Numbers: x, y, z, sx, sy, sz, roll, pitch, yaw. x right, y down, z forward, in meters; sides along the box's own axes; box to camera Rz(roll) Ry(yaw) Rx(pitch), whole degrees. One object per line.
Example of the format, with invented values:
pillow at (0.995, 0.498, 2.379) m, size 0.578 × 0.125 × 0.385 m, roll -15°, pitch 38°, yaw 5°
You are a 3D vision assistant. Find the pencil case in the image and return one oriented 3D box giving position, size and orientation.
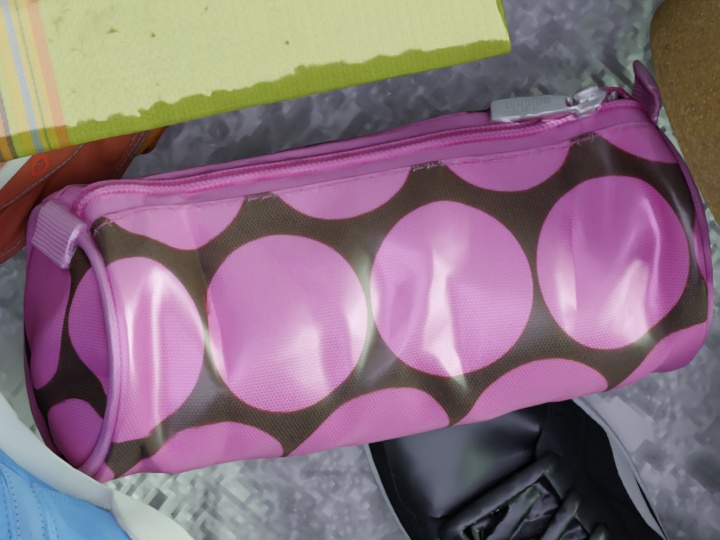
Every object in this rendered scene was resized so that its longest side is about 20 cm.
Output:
pencil case at (0.000, 0.000, 0.763) m, size 0.199 × 0.091 × 0.094 m, roll -13°, pitch 127°, yaw -19°

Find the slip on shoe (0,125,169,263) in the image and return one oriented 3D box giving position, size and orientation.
slip on shoe at (-0.075, -0.067, 0.775) m, size 0.200 × 0.074 × 0.061 m, roll -43°, pitch 148°, yaw -8°

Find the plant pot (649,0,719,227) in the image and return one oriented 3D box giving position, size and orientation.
plant pot at (0.187, -0.074, 0.719) m, size 0.199 × 0.187 × 0.187 m, roll -26°, pitch 105°, yaw 22°

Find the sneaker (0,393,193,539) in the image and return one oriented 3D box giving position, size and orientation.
sneaker at (-0.117, 0.082, 0.690) m, size 0.200 × 0.111 × 0.077 m, roll 49°, pitch 131°, yaw 1°

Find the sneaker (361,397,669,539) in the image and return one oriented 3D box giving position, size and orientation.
sneaker at (0.078, 0.106, 0.802) m, size 0.073 × 0.112 × 0.200 m, roll -39°, pitch 104°, yaw 0°

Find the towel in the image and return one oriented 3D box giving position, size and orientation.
towel at (-0.063, -0.081, 0.720) m, size 0.198 × 0.018 × 0.087 m, roll -12°, pitch 98°, yaw 2°
